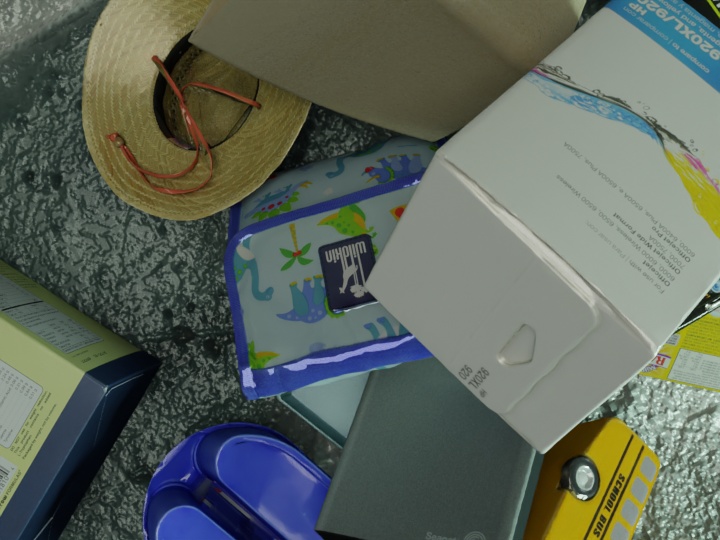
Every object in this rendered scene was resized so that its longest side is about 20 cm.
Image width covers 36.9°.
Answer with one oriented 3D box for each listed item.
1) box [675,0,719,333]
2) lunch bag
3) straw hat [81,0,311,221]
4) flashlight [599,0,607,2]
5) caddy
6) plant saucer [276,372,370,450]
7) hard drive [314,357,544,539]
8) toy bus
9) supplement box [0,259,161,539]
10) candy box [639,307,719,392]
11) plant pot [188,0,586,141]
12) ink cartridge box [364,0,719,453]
[{"bbox_3d":[0.221,-0.077,0.742,0.193,0.048,0.201,-29,78,-8],"label":"box"},{"bbox_3d":[0.000,0.000,0.741,0.169,0.200,0.128,-16,125,8],"label":"lunch bag"},{"bbox_3d":[-0.109,-0.133,0.811,0.200,0.085,0.202,-2,84,18],"label":"straw hat"},{"bbox_3d":[0.147,-0.272,0.739,0.068,0.068,0.200,-48,126,1],"label":"flashlight"},{"bbox_3d":[-0.070,0.205,0.813,0.200,0.105,0.142,42,76,-5],"label":"caddy"},{"bbox_3d":[0.033,0.133,0.842,0.200,0.019,0.070,38,95,4],"label":"plant saucer"},{"bbox_3d":[0.064,0.107,0.758,0.139,0.033,0.201,4,58,28],"label":"hard drive"},{"bbox_3d":[0.135,0.194,0.750,0.078,0.065,0.200,45,55,-14],"label":"toy bus"},{"bbox_3d":[-0.299,0.107,0.817,0.199,0.134,0.201,32,95,4],"label":"supplement box"},{"bbox_3d":[0.259,0.046,0.783,0.199,0.026,0.103,12,137,5],"label":"candy box"},{"bbox_3d":[0.040,-0.199,0.688,0.177,0.199,0.201,35,62,-20],"label":"plant pot"},{"bbox_3d":[0.130,-0.032,0.605,0.145,0.147,0.200,42,59,10],"label":"ink cartridge box"}]
